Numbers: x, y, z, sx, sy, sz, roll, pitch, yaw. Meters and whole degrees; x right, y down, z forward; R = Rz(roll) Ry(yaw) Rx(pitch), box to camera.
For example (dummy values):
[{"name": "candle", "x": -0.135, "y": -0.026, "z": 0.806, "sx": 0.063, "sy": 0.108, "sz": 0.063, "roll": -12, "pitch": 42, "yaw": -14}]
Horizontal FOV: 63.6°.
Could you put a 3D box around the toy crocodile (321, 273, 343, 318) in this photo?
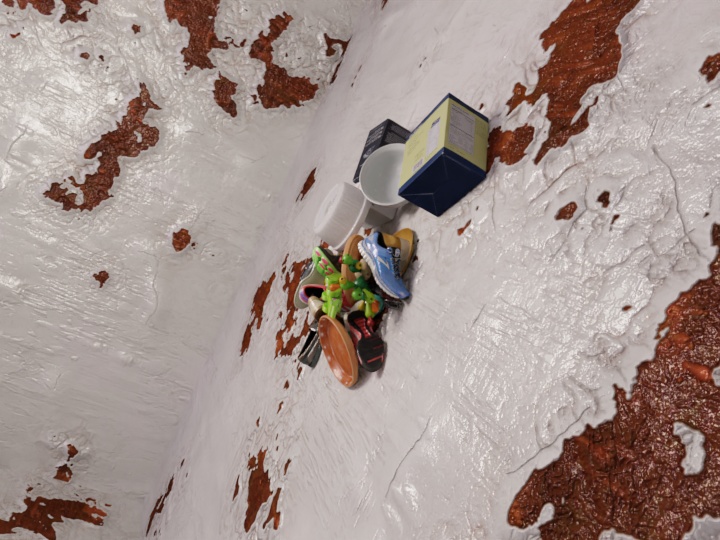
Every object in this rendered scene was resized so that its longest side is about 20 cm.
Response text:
[{"name": "toy crocodile", "x": -0.071, "y": 0.068, "z": 1.598, "sx": 0.201, "sy": 0.060, "sz": 0.069, "roll": -101, "pitch": 23, "yaw": -67}]

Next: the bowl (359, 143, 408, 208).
[{"name": "bowl", "x": 0.101, "y": -0.262, "z": 1.708, "sx": 0.195, "sy": 0.091, "sz": 0.207, "roll": -8, "pitch": 65, "yaw": 16}]

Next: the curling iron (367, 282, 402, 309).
[{"name": "curling iron", "x": 0.059, "y": 0.062, "z": 1.567, "sx": 0.200, "sy": 0.048, "sz": 0.026, "roll": -138, "pitch": 56, "yaw": -64}]

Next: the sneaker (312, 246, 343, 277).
[{"name": "sneaker", "x": -0.063, "y": -0.012, "z": 1.752, "sx": 0.076, "sy": 0.198, "sz": 0.085, "roll": -29, "pitch": 31, "yaw": 49}]

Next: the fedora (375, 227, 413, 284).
[{"name": "fedora", "x": 0.070, "y": -0.044, "z": 1.616, "sx": 0.201, "sy": 0.080, "sz": 0.204, "roll": -50, "pitch": 27, "yaw": 36}]

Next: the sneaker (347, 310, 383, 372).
[{"name": "sneaker", "x": 0.019, "y": 0.199, "z": 1.536, "sx": 0.202, "sy": 0.072, "sz": 0.088, "roll": -111, "pitch": 11, "yaw": -47}]

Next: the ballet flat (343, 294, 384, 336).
[{"name": "ballet flat", "x": -0.007, "y": 0.129, "z": 1.642, "sx": 0.201, "sy": 0.069, "sz": 0.068, "roll": -50, "pitch": 26, "yaw": 37}]

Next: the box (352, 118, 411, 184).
[{"name": "box", "x": 0.071, "y": -0.378, "z": 1.940, "sx": 0.147, "sy": 0.102, "sz": 0.205, "roll": -8, "pitch": 61, "yaw": 66}]

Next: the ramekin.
[{"name": "ramekin", "x": -0.062, "y": -0.169, "z": 1.747, "sx": 0.201, "sy": 0.103, "sz": 0.202, "roll": -52, "pitch": 19, "yaw": 26}]

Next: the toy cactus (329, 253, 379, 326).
[{"name": "toy cactus", "x": -0.005, "y": 0.032, "z": 1.528, "sx": 0.100, "sy": 0.202, "sz": 0.166, "roll": -23, "pitch": 26, "yaw": 23}]

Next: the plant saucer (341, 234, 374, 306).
[{"name": "plant saucer", "x": 0.000, "y": 0.000, "z": 1.658, "sx": 0.036, "sy": 0.201, "sz": 0.205, "roll": 1, "pitch": 60, "yaw": 22}]

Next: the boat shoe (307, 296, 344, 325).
[{"name": "boat shoe", "x": -0.093, "y": 0.137, "z": 1.695, "sx": 0.071, "sy": 0.201, "sz": 0.065, "roll": -38, "pitch": 53, "yaw": -5}]

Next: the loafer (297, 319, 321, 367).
[{"name": "loafer", "x": -0.150, "y": 0.213, "z": 1.913, "sx": 0.071, "sy": 0.062, "sz": 0.205, "roll": -19, "pitch": 51, "yaw": 62}]

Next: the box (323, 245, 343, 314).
[{"name": "box", "x": -0.063, "y": 0.020, "z": 1.837, "sx": 0.101, "sy": 0.111, "sz": 0.205, "roll": -24, "pitch": 45, "yaw": 59}]

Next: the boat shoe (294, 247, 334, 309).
[{"name": "boat shoe", "x": -0.149, "y": 0.022, "z": 1.785, "sx": 0.204, "sy": 0.073, "sz": 0.066, "roll": -66, "pitch": 20, "yaw": -2}]

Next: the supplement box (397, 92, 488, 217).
[{"name": "supplement box", "x": 0.209, "y": -0.288, "z": 1.464, "sx": 0.199, "sy": 0.132, "sz": 0.204, "roll": -38, "pitch": 34, "yaw": 51}]

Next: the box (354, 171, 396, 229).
[{"name": "box", "x": 0.041, "y": -0.221, "z": 1.858, "sx": 0.199, "sy": 0.096, "sz": 0.127, "roll": -11, "pitch": 57, "yaw": 66}]

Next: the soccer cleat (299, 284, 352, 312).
[{"name": "soccer cleat", "x": -0.083, "y": 0.078, "z": 1.705, "sx": 0.073, "sy": 0.194, "sz": 0.070, "roll": 122, "pitch": 156, "yaw": -76}]

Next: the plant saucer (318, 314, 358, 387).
[{"name": "plant saucer", "x": -0.057, "y": 0.216, "z": 1.584, "sx": 0.200, "sy": 0.032, "sz": 0.204, "roll": 46, "pitch": 146, "yaw": 43}]

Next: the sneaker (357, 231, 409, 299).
[{"name": "sneaker", "x": 0.072, "y": -0.014, "z": 1.500, "sx": 0.089, "sy": 0.078, "sz": 0.203, "roll": -38, "pitch": 71, "yaw": 18}]
